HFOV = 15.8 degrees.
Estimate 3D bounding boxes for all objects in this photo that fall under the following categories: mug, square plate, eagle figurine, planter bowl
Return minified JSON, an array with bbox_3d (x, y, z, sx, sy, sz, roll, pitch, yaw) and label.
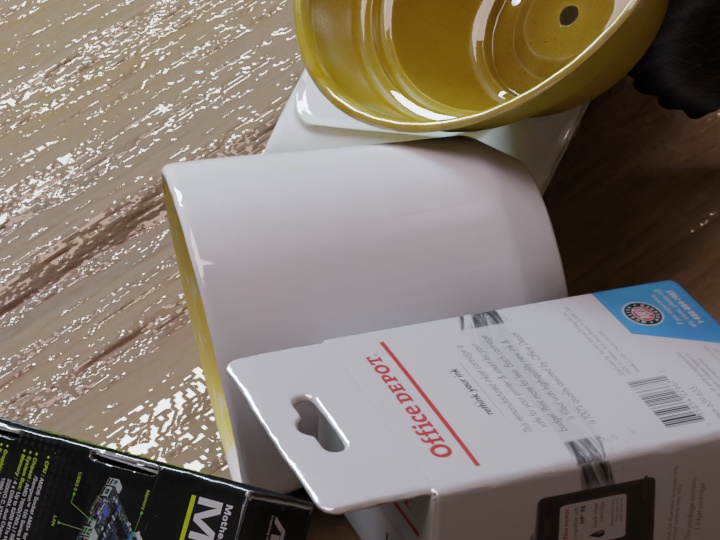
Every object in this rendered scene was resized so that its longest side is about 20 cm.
[{"bbox_3d":[0.000,-0.002,1.123,0.153,0.150,0.187,-14,46,-6],"label":"mug"},{"bbox_3d":[0.049,-0.124,1.253,0.200,0.028,0.198,9,67,49],"label":"square plate"},{"bbox_3d":[0.236,-0.112,1.172,0.200,0.152,0.151,26,76,40],"label":"eagle figurine"},{"bbox_3d":[0.075,-0.130,1.142,0.200,0.083,0.201,-20,53,28],"label":"planter bowl"}]

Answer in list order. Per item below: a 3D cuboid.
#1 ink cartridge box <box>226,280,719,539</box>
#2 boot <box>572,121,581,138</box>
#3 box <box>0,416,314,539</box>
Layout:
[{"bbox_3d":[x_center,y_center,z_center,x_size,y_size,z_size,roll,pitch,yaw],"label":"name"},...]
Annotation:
[{"bbox_3d":[0.057,0.072,1.007,0.200,0.067,0.116,-9,31,-20],"label":"ink cartridge box"},{"bbox_3d":[0.104,-0.118,1.298,0.201,0.071,0.144,-20,40,10],"label":"boot"},{"bbox_3d":[-0.124,0.159,0.952,0.193,0.048,0.200,10,84,34],"label":"box"}]
